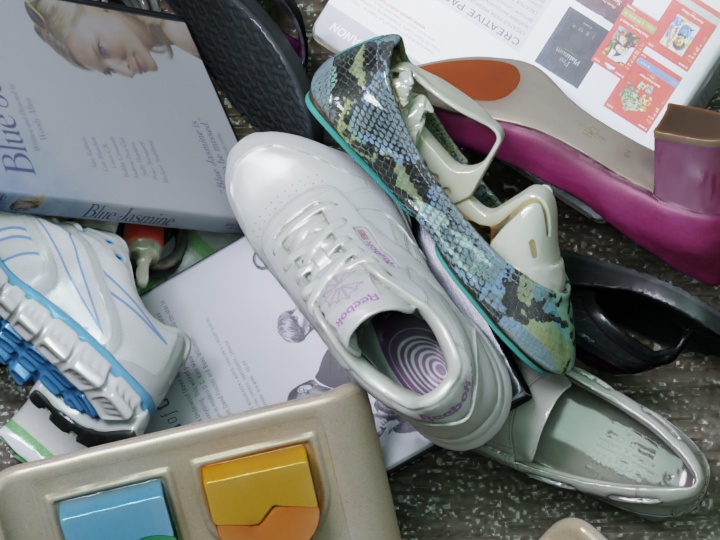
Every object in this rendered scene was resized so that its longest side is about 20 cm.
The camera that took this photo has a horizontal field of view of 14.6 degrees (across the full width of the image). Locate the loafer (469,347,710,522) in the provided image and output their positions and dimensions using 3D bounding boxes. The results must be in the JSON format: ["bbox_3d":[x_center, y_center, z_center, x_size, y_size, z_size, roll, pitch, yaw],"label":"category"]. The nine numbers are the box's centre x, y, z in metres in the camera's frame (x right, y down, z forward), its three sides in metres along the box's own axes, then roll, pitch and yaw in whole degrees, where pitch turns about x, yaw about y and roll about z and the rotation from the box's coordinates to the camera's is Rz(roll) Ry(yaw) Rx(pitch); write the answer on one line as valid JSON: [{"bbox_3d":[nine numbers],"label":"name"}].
[{"bbox_3d":[0.090,0.072,1.467,0.200,0.070,0.070,22,81,1],"label":"loafer"}]

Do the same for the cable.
[{"bbox_3d":[-0.121,-0.077,1.514,0.097,0.050,0.200,24,59,-20],"label":"cable"}]

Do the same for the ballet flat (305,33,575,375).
[{"bbox_3d":[0.057,-0.036,1.404,0.074,0.074,0.200,-43,98,-10],"label":"ballet flat"}]

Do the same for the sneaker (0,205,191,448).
[{"bbox_3d":[-0.166,-0.003,1.412,0.200,0.075,0.087,47,54,-11],"label":"sneaker"}]

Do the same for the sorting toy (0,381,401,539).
[{"bbox_3d":[-0.074,0.161,1.414,0.200,0.036,0.185,-15,119,-6],"label":"sorting toy"}]

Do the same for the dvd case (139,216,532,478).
[{"bbox_3d":[-0.032,0.049,1.459,0.200,0.025,0.150,-30,74,9],"label":"dvd case"}]

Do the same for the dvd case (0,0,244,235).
[{"bbox_3d":[-0.144,-0.086,1.450,0.018,0.200,0.143,-42,59,34],"label":"dvd case"}]

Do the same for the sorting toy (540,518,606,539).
[{"bbox_3d":[0.108,0.258,1.439,0.185,0.036,0.200,42,84,11],"label":"sorting toy"}]

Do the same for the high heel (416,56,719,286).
[{"bbox_3d":[0.101,-0.049,1.454,0.200,0.096,0.067,16,37,25],"label":"high heel"}]

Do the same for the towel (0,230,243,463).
[{"bbox_3d":[-0.077,0.063,1.505,0.153,0.023,0.200,40,79,11],"label":"towel"}]

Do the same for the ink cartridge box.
[{"bbox_3d":[0.102,-0.146,1.520,0.200,0.084,0.176,34,94,10],"label":"ink cartridge box"}]

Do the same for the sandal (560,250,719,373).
[{"bbox_3d":[0.111,0.021,1.485,0.200,0.075,0.048,19,79,15],"label":"sandal"}]

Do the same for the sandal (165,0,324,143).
[{"bbox_3d":[-0.071,-0.153,1.541,0.048,0.075,0.201,-29,76,-25],"label":"sandal"}]

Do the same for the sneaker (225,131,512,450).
[{"bbox_3d":[0.000,0.000,1.395,0.075,0.100,0.200,-44,71,5],"label":"sneaker"}]
